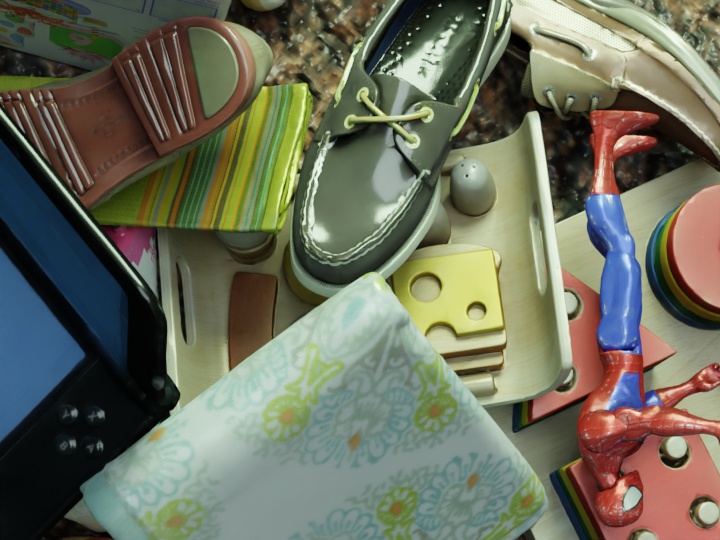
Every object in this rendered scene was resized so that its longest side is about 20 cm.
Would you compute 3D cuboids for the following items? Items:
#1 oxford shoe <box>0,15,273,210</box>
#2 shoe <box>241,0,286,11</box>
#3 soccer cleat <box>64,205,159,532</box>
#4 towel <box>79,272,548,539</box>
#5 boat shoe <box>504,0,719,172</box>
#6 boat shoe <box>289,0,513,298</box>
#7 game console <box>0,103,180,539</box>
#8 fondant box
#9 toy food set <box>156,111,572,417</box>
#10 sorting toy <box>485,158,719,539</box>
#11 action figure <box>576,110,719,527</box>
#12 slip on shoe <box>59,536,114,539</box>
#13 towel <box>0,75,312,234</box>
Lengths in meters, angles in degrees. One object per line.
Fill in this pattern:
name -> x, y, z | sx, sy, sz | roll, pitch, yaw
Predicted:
oxford shoe -> -0.129, -0.062, 1.200 | 0.199, 0.075, 0.071 | -20, 90, 18
shoe -> -0.016, -0.227, 1.302 | 0.053, 0.070, 0.201 | 8, 70, 33
soccer cleat -> -0.132, 0.037, 1.243 | 0.069, 0.086, 0.201 | -9, 56, 21
towel -> -0.016, 0.107, 1.178 | 0.171, 0.200, 0.048 | -39, 45, 0
boat shoe -> 0.116, -0.110, 1.303 | 0.200, 0.076, 0.072 | 39, 84, 17
boat shoe -> 0.018, -0.080, 1.216 | 0.071, 0.061, 0.202 | 20, 62, 12
game console -> -0.182, 0.005, 1.117 | 0.176, 0.116, 0.200 | -44, 74, 14
fondant box -> -0.132, -0.155, 1.206 | 0.143, 0.200, 0.059 | 15, 74, -6
toy food set -> 0.000, 0.000, 1.235 | 0.199, 0.060, 0.144 | -9, 65, 4
sorting toy -> 0.161, 0.055, 1.280 | 0.199, 0.070, 0.200 | -24, 83, -13
action figure -> 0.153, 0.027, 1.211 | 0.098, 0.065, 0.201 | 4, 77, 8
slip on shoe -> -0.154, 0.221, 1.199 | 0.061, 0.074, 0.201 | 16, 76, 18
towel -> -0.127, -0.061, 1.236 | 0.199, 0.018, 0.086 | 4, 58, 13
